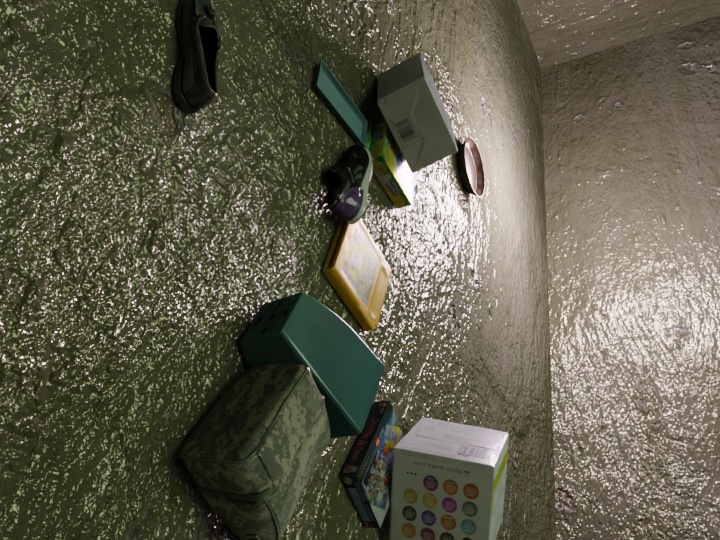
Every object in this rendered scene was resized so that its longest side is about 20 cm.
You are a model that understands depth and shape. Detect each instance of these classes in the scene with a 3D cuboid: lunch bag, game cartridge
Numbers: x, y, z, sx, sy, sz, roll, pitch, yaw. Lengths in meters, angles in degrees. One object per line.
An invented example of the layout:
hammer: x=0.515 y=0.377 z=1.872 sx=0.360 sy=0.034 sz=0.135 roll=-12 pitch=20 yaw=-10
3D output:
lunch bag: x=-0.127 y=0.252 z=0.838 sx=0.169 sy=0.138 sz=0.200 roll=66 pitch=32 yaw=-24
game cartridge: x=0.000 y=0.000 z=1.259 sx=0.201 sy=0.032 sz=0.178 roll=55 pitch=38 yaw=-37

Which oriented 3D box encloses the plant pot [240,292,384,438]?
plant pot: x=-0.083 y=0.143 z=0.959 sx=0.201 sy=0.140 sz=0.142 roll=56 pitch=36 yaw=-25

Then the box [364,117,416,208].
box: x=0.070 y=-0.258 z=1.448 sx=0.200 sy=0.048 sz=0.119 roll=49 pitch=41 yaw=-43

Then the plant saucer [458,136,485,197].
plant saucer: x=0.369 y=-0.342 z=2.038 sx=0.200 sy=0.034 sz=0.203 roll=28 pitch=58 yaw=-57

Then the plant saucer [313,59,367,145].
plant saucer: x=-0.041 y=-0.351 z=1.299 sx=0.200 sy=0.019 sz=0.071 roll=42 pitch=47 yaw=-48

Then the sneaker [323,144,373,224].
sneaker: x=-0.028 y=-0.195 z=1.223 sx=0.087 sy=0.075 sz=0.202 roll=31 pitch=43 yaw=-31

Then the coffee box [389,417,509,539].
coffee box: x=0.184 y=0.439 z=1.240 sx=0.200 sy=0.197 sz=0.201 roll=-12 pitch=106 yaw=-69

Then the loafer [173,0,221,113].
loafer: x=-0.228 y=-0.329 z=0.899 sx=0.072 sy=0.062 sz=0.203 roll=26 pitch=60 yaw=-57

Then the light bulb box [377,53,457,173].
light bulb box: x=0.133 y=-0.378 z=1.456 sx=0.199 sy=0.123 sz=0.201 roll=59 pitch=18 yaw=-28

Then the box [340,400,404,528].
box: x=0.034 y=0.377 z=1.205 sx=0.200 sy=0.037 sz=0.138 roll=-55 pitch=130 yaw=-52
